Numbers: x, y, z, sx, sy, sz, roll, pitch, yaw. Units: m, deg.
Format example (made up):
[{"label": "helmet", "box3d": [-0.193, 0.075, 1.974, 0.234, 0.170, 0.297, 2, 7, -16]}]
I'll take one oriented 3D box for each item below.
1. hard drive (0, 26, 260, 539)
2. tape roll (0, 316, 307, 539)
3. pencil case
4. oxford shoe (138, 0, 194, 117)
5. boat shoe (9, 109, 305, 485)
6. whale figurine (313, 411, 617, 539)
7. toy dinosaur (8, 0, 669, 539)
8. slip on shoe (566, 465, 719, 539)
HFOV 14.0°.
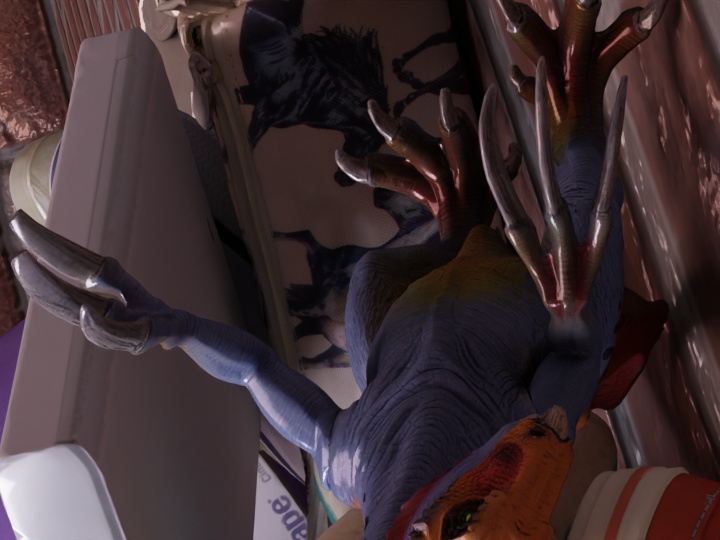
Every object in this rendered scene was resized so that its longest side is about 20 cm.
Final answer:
[{"label": "hard drive", "box3d": [-0.056, 0.041, 0.781, 0.200, 0.026, 0.132, -90, -14, -57]}, {"label": "tape roll", "box3d": [-0.064, 0.107, 0.938, 0.200, 0.085, 0.200, 52, -169, -14]}, {"label": "pencil case", "box3d": [0.000, 0.000, 0.872, 0.078, 0.089, 0.201, 14, 119, 66]}, {"label": "oxford shoe", "box3d": [-0.041, -0.101, 0.928, 0.058, 0.075, 0.201, -39, -45, -65]}, {"label": "boat shoe", "box3d": [-0.029, 0.016, 0.938, 0.200, 0.072, 0.062, 47, 157, -28]}, {"label": "whale figurine", "box3d": [0.017, 0.114, 0.666, 0.200, 0.158, 0.104, -81, -14, -53]}, {"label": "toy dinosaur", "box3d": [0.034, 0.022, 0.581, 0.200, 0.105, 0.182, 42, -145, -35]}, {"label": "slip on shoe", "box3d": [0.085, 0.109, 0.558, 0.200, 0.061, 0.074, 69, -146, -47]}]
